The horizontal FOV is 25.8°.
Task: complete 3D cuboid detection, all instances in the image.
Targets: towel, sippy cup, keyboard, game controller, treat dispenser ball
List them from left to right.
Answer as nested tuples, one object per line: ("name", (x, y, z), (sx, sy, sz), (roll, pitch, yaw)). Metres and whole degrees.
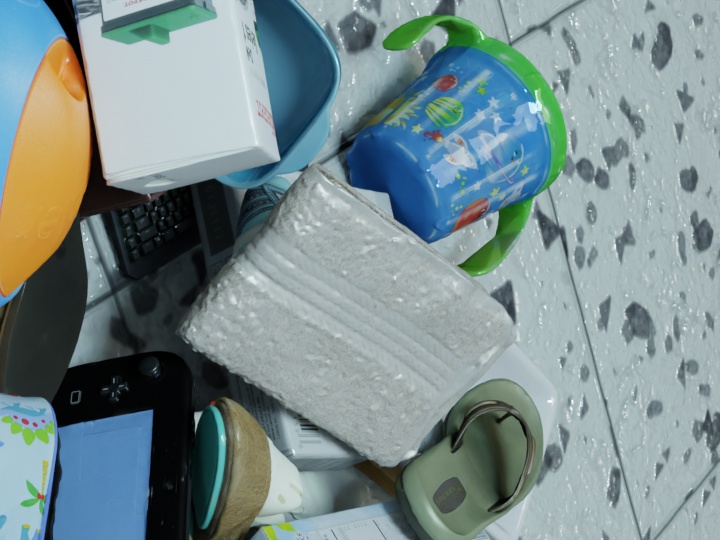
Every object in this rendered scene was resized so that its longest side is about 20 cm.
("treat dispenser ball", (-0.230, -0.066, 0.760), (0.200, 0.199, 0.204), (3, 85, -50))
("game controller", (-0.146, 0.133, 0.888), (0.042, 0.103, 0.201), (81, 5, -49))
("keyboard", (-0.105, -0.089, 1.052), (0.200, 0.020, 0.128), (-36, 116, -46))
("towel", (-0.002, 0.035, 0.945), (0.199, 0.035, 0.133), (34, 102, -37))
("sippy cup", (0.064, -0.088, 1.179), (0.130, 0.140, 0.178), (-35, 83, -34))

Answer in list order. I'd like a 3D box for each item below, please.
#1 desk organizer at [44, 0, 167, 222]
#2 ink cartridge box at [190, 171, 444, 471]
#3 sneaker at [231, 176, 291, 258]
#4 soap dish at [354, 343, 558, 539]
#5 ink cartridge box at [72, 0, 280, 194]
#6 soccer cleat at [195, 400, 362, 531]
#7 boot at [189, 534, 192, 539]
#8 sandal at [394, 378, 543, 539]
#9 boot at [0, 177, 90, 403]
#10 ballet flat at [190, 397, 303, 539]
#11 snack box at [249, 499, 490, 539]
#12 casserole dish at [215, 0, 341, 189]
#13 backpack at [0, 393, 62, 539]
("desk organizer", (-0.167, -0.135, 0.920), (0.072, 0.076, 0.202), (-39, 111, -44))
("ink cartridge box", (-0.026, 0.033, 1.060), (0.173, 0.043, 0.202), (10, 63, -53))
("sneaker", (0.000, 0.000, 1.012), (0.199, 0.077, 0.087), (31, 43, -41))
("soap dish", (0.061, 0.108, 1.193), (0.200, 0.081, 0.159), (43, 57, -40))
("ink cartridge box", (-0.102, -0.148, 0.824), (0.146, 0.083, 0.202), (-54, 134, -88))
("soccer cleat", (-0.060, 0.145, 1.052), (0.199, 0.069, 0.078), (32, 47, -48))
("boot", (-0.179, 0.204, 0.888), (0.200, 0.096, 0.075), (-49, 123, -40))
("sandal", (0.087, 0.125, 1.050), (0.080, 0.057, 0.201), (48, 27, 2))
("boot", (-0.203, -0.006, 0.903), (0.074, 0.075, 0.202), (-23, 122, -68))
("ballet flat", (-0.076, 0.146, 0.956), (0.072, 0.201, 0.068), (3, 44, -20))
("snack box", (-0.027, 0.224, 1.013), (0.199, 0.169, 0.068), (-2, 49, -52))
("casserole dish", (-0.092, -0.143, 0.964), (0.200, 0.121, 0.039), (44, 23, 4))
("backpack", (-0.229, 0.151, 0.770), (0.146, 0.183, 0.202), (18, 63, -26))
